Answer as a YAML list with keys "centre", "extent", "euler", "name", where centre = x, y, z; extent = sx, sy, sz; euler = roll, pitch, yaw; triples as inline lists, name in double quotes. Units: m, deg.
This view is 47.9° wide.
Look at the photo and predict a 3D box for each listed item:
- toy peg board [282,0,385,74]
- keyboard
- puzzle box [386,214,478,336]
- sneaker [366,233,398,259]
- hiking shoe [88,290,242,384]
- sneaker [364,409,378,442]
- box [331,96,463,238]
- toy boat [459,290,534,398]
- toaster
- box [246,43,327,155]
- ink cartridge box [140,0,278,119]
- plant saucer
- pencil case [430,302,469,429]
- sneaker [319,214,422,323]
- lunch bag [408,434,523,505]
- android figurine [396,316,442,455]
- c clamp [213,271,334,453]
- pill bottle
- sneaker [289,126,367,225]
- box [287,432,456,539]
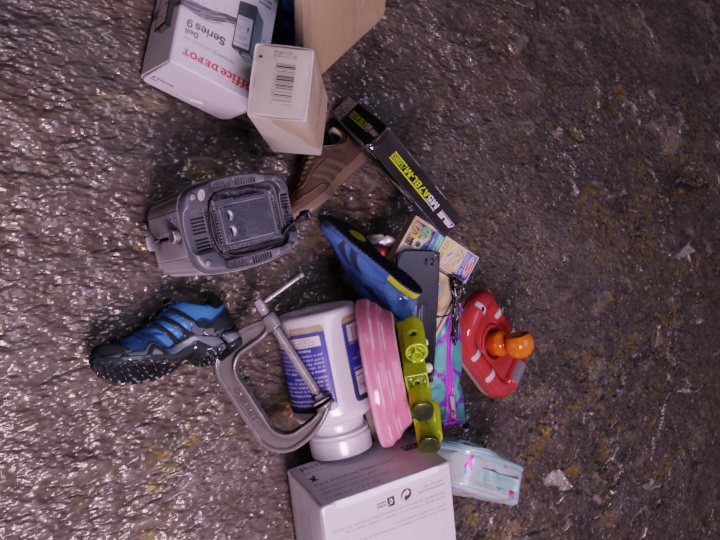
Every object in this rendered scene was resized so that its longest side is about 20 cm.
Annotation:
- centre: [-0.054, -0.412, 1.173]
  extent: [0.097, 0.201, 0.200]
  euler: [35, 65, 16]
  name: "toy peg board"
- centre: [0.102, 0.070, 1.242]
  extent: [0.124, 0.021, 0.205]
  euler: [2, 96, -19]
  name: "keyboard"
- centre: [0.085, 0.034, 1.257]
  extent: [0.132, 0.025, 0.203]
  euler: [30, 86, -21]
  name: "puzzle box"
- centre: [0.074, 0.014, 1.307]
  extent: [0.198, 0.077, 0.086]
  euler: [28, 78, -27]
  name: "sneaker"
- centre: [-0.246, 0.082, 1.003]
  extent: [0.197, 0.074, 0.088]
  euler: [-8, 65, -42]
  name: "hiking shoe"
- centre: [0.036, 0.245, 1.234]
  extent: [0.089, 0.067, 0.204]
  euler: [-16, 93, -37]
  name: "sneaker"
- centre: [0.053, -0.160, 1.223]
  extent: [0.047, 0.200, 0.194]
  euler: [-40, 120, 3]
  name: "box"
- centre: [0.242, 0.125, 1.401]
  extent: [0.201, 0.129, 0.131]
  euler: [51, 54, -26]
  name: "toy boat"
- centre: [-0.174, -0.058, 1.032]
  extent: [0.198, 0.128, 0.116]
  euler: [-19, 99, -42]
  name: "toaster"
- centre: [-0.093, -0.222, 1.080]
  extent: [0.076, 0.200, 0.097]
  euler: [6, 88, 3]
  name: "box"
- centre: [-0.194, -0.326, 1.076]
  extent: [0.144, 0.083, 0.204]
  euler: [19, 73, -40]
  name: "ink cartridge box"
- centre: [0.035, 0.137, 1.114]
  extent: [0.201, 0.050, 0.205]
  euler: [-11, 90, -87]
  name: "plant saucer"
- centre: [0.131, 0.156, 1.320]
  extent: [0.083, 0.092, 0.205]
  euler: [2, 82, -25]
  name: "pencil case"
- centre: [0.000, 0.000, 1.196]
  extent: [0.200, 0.079, 0.066]
  euler: [43, 23, 18]
  name: "sneaker"
- centre: [0.162, 0.314, 1.274]
  extent: [0.199, 0.158, 0.079]
  euler: [29, 65, -46]
  name: "lunch bag"
- centre: [0.082, 0.149, 1.119]
  extent: [0.201, 0.040, 0.185]
  euler: [-92, 171, -59]
  name: "android figurine"
- centre: [-0.103, 0.132, 1.064]
  extent: [0.203, 0.169, 0.027]
  euler: [62, 6, -2]
  name: "c clamp"
- centre: [-0.045, 0.154, 1.136]
  extent: [0.118, 0.118, 0.204]
  euler: [-14, 95, -43]
  name: "pill bottle"
- centre: [-0.070, -0.138, 1.196]
  extent: [0.076, 0.070, 0.200]
  euler: [48, 49, -8]
  name: "sneaker"
- centre: [0.019, 0.360, 1.114]
  extent: [0.195, 0.130, 0.205]
  euler: [-12, 103, -25]
  name: "box"
